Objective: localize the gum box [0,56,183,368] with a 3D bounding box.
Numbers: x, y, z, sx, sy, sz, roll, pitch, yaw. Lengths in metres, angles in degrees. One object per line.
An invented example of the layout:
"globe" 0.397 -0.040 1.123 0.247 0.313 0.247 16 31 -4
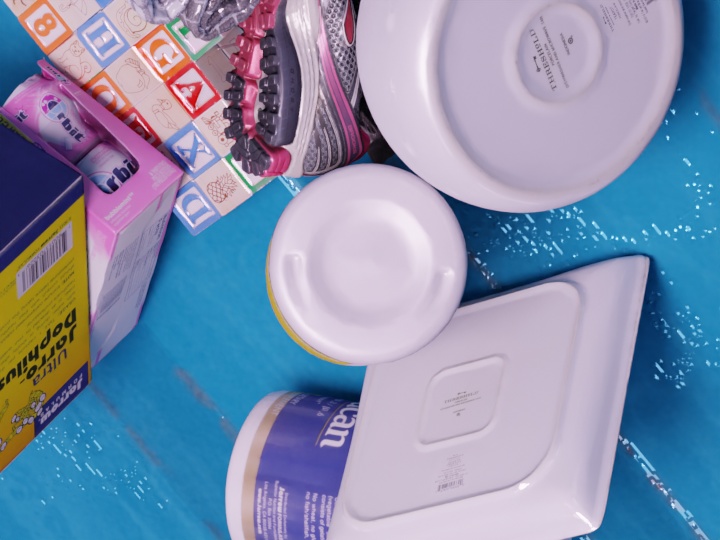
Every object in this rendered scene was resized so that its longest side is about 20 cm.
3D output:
"gum box" -0.185 -0.030 1.817 0.113 0.066 0.200 39 147 10

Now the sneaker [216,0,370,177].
"sneaker" -0.030 -0.153 1.649 0.081 0.074 0.201 25 113 56

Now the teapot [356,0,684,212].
"teapot" 0.070 -0.135 1.620 0.146 0.197 0.201 27 104 58

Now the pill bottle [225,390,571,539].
"pill bottle" 0.027 0.143 1.818 0.199 0.111 0.112 9 120 23

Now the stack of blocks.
"stack of blocks" -0.115 -0.135 1.770 0.115 0.059 0.200 -33 98 38

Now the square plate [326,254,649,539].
"square plate" 0.067 0.084 1.714 0.199 0.199 0.028 -17 132 34

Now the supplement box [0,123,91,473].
"supplement box" -0.236 0.014 1.758 0.109 0.110 0.201 31 146 20

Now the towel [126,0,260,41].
"towel" -0.080 -0.247 1.603 0.201 0.085 0.166 -58 39 20

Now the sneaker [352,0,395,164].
"sneaker" -0.038 -0.159 1.717 0.199 0.060 0.104 35 122 3

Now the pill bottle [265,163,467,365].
"pill bottle" 0.000 0.000 1.694 0.111 0.200 0.112 0 87 -3
